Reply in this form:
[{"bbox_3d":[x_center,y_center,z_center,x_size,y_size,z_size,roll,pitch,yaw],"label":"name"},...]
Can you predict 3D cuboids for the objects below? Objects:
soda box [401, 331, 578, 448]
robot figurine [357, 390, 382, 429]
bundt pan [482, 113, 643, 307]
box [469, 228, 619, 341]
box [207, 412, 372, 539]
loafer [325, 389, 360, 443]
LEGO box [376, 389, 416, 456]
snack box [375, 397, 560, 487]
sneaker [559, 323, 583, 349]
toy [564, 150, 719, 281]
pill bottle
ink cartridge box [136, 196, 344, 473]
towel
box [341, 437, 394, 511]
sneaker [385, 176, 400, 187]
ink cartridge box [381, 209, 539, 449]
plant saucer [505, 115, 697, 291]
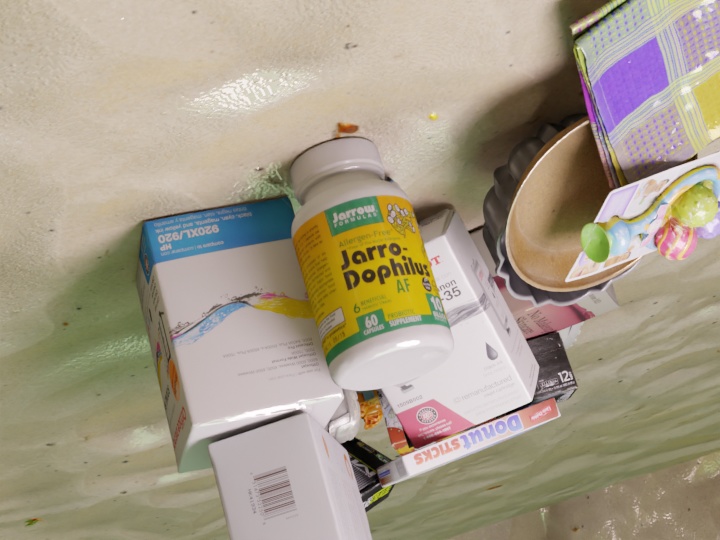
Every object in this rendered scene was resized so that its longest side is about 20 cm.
[{"bbox_3d":[0.138,0.135,1.512,0.198,0.071,0.063,-16,161,-7],"label":"soda box"},{"bbox_3d":[0.078,0.156,1.846,0.198,0.059,0.145,-21,160,12],"label":"robot figurine"},{"bbox_3d":[0.201,-0.066,1.288,0.200,0.076,0.203,-16,133,-18],"label":"bundt pan"},{"bbox_3d":[0.169,0.015,1.491,0.198,0.110,0.128,-22,159,15],"label":"box"},{"bbox_3d":[-0.058,0.221,1.239,0.096,0.126,0.200,-18,160,5],"label":"box"},{"bbox_3d":[-0.056,0.089,1.379,0.069,0.201,0.070,-8,140,-15],"label":"loafer"},{"bbox_3d":[0.117,0.124,1.668,0.198,0.150,0.077,-19,160,6],"label":"LEGO box"},{"bbox_3d":[0.116,0.182,1.426,0.198,0.025,0.072,-17,168,-28],"label":"snack box"},{"bbox_3d":[0.239,0.043,1.690,0.079,0.077,0.201,-3,153,-4],"label":"sneaker"},{"bbox_3d":[0.283,-0.043,1.203,0.198,0.047,0.116,-15,144,-29],"label":"toy"},{"bbox_3d":[0.003,-0.008,1.172,0.111,0.202,0.113,-14,160,-5],"label":"pill bottle"},{"bbox_3d":[-0.118,0.063,1.255,0.143,0.202,0.147,-10,158,-17],"label":"ink cartridge box"},{"bbox_3d":[0.253,-0.159,1.115,0.143,0.023,0.201,-31,137,-2],"label":"towel"},{"bbox_3d":[-0.065,0.193,1.454,0.048,0.199,0.193,-61,166,5],"label":"box"},{"bbox_3d":[0.000,0.000,1.297,0.072,0.072,0.201,-34,153,-57],"label":"sneaker"},{"bbox_3d":[0.075,0.061,1.389,0.145,0.201,0.083,-25,-166,20],"label":"ink cartridge box"},{"bbox_3d":[0.210,-0.071,1.209,0.198,0.036,0.202,-16,133,-18],"label":"plant saucer"}]
